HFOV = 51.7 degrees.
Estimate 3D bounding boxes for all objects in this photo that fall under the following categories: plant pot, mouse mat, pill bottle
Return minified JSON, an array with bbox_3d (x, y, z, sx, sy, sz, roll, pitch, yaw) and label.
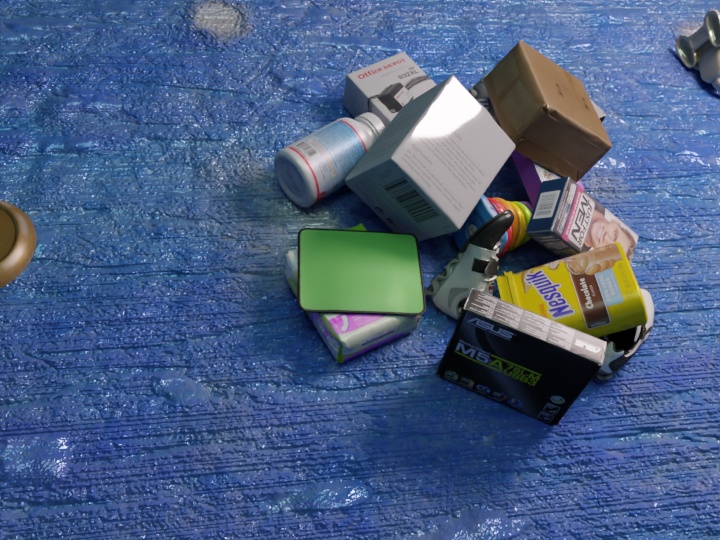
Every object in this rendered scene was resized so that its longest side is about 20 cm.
[{"bbox_3d":[-0.624,-0.045,1.182,0.198,0.028,0.201,3,55,-5],"label":"plant pot"},{"bbox_3d":[0.000,0.000,1.165,0.198,0.008,0.162,3,54,-9],"label":"mouse mat"},{"bbox_3d":[-0.047,-0.203,1.321,0.199,0.109,0.109,-33,65,-27],"label":"pill bottle"}]

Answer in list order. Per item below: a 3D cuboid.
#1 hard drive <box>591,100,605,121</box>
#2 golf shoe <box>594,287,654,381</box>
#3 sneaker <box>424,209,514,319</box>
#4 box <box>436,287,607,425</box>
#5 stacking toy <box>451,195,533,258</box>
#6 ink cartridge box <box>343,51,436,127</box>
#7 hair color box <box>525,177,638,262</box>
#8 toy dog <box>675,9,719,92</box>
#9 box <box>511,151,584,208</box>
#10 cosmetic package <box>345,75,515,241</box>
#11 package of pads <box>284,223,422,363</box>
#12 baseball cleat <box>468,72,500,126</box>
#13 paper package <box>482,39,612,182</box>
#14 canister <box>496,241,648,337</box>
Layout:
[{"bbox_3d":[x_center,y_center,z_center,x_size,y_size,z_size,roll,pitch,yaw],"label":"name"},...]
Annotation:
[{"bbox_3d":[0.379,-0.315,1.503,0.199,0.038,0.140,-25,62,-24],"label":"hard drive"},{"bbox_3d":[0.432,0.090,1.187,0.078,0.095,0.200,36,58,9],"label":"golf shoe"},{"bbox_3d":[0.194,-0.006,1.184,0.089,0.200,0.074,45,26,16],"label":"sneaker"},{"bbox_3d":[0.224,0.130,1.072,0.199,0.194,0.048,23,56,7],"label":"box"},{"bbox_3d":[0.269,-0.081,1.298,0.199,0.110,0.117,-10,58,-32],"label":"stacking toy"},{"bbox_3d":[0.081,-0.311,1.429,0.144,0.084,0.200,-28,63,-23],"label":"ink cartridge box"},{"bbox_3d":[0.370,-0.060,1.229,0.199,0.060,0.101,31,72,-30],"label":"hair color box"},{"bbox_3d":[0.839,-0.490,1.630,0.199,0.140,0.195,-14,71,-16],"label":"toy dog"},{"bbox_3d":[0.349,-0.152,1.340,0.136,0.039,0.201,17,44,-32],"label":"box"},{"bbox_3d":[0.115,-0.179,1.241,0.165,0.165,0.200,44,66,-16],"label":"cosmetic package"},{"bbox_3d":[-0.019,0.034,1.184,0.154,0.068,0.201,-21,60,-22],"label":"package of pads"},{"bbox_3d":[0.241,-0.299,1.436,0.070,0.106,0.201,42,35,-29],"label":"baseball cleat"},{"bbox_3d":[0.334,-0.284,1.333,0.190,0.103,0.201,21,41,-31],"label":"paper package"},{"bbox_3d":[0.325,0.046,1.153,0.199,0.087,0.149,-18,44,15],"label":"canister"}]
